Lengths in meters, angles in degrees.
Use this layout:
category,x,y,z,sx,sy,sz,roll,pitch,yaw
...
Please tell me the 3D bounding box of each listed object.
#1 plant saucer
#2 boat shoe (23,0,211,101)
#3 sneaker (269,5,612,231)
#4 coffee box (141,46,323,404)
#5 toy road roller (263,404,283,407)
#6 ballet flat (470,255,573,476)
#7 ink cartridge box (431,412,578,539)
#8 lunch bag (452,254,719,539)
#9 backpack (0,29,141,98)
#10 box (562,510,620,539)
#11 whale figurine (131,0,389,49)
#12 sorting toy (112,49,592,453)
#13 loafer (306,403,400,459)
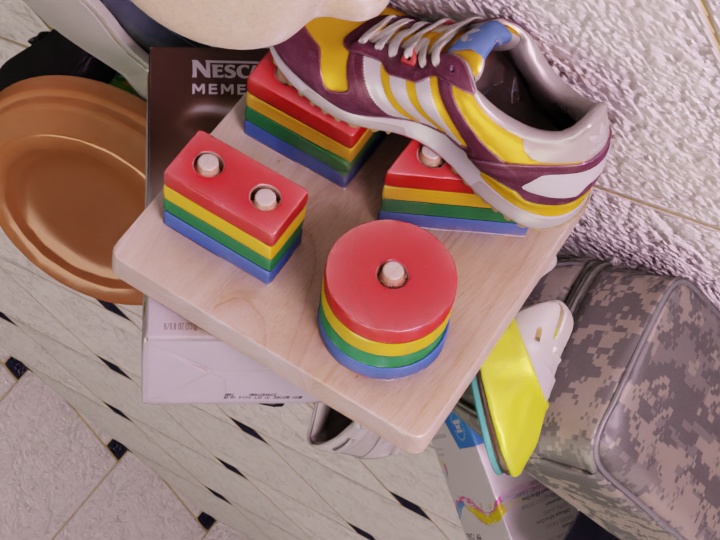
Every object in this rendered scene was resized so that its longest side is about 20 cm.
category,x,y,z,sx,sy,sz,roll,pitch,yaw
plant saucer,-0.180,-0.045,1.194,0.198,0.038,0.201,14,138,13
boat shoe,-0.144,-0.162,1.090,0.200,0.062,0.075,38,162,-27
sneaker,0.041,-0.106,0.888,0.199,0.075,0.090,30,148,12
coffee box,-0.071,-0.028,1.011,0.113,0.202,0.080,0,148,-7
toy road roller,-0.035,0.043,1.413,0.145,0.124,0.200,15,162,9
ballet flat,0.084,0.017,0.982,0.066,0.201,0.067,-18,148,9
ink cartridge box,0.126,0.194,1.435,0.116,0.067,0.202,148,102,-74
lunch bag,0.147,0.081,1.074,0.167,0.140,0.200,9,158,45
backpack,-0.163,-0.079,1.274,0.199,0.155,0.162,29,150,-35
box,0.236,0.210,1.297,0.104,0.149,0.200,24,164,28
whale figurine,-0.034,-0.182,0.778,0.199,0.104,0.159,-19,130,41
sorting toy,0.002,-0.038,0.936,0.198,0.200,0.070,30,148,12
loafer,0.007,0.053,1.038,0.201,0.069,0.070,101,155,-50
